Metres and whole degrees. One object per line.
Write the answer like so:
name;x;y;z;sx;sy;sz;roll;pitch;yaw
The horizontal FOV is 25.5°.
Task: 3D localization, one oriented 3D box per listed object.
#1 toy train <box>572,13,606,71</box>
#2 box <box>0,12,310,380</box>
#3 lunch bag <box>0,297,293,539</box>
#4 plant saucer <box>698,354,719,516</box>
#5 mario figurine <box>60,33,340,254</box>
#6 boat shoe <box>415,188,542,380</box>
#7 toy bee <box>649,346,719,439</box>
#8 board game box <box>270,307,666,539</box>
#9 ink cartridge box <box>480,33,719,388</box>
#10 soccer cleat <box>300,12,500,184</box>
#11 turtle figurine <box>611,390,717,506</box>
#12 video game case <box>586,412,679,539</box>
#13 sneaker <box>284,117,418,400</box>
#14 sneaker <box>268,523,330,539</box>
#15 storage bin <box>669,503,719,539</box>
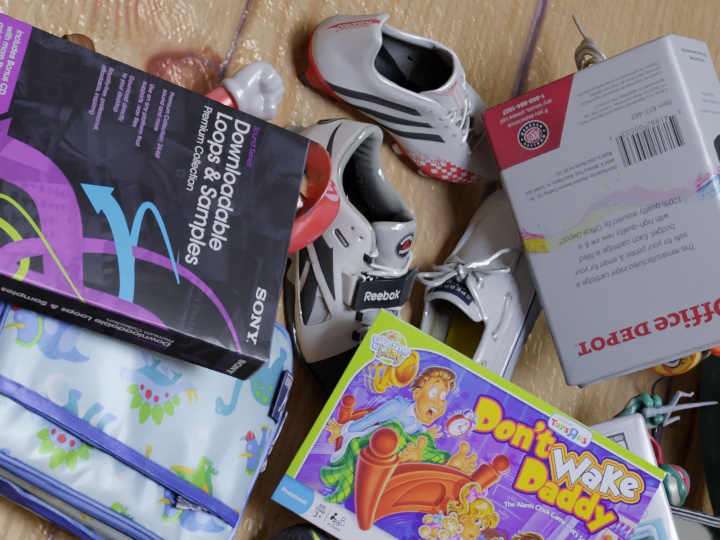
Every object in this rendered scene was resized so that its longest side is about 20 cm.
toy train;0.160;-0.083;1.186;0.200;0.116;0.085;61;5;20
box;-0.130;-0.040;0.834;0.200;0.036;0.143;21;61;-22
lunch bag;-0.138;0.068;0.884;0.200;0.082;0.161;38;62;-32
plant saucer;0.307;0.149;1.234;0.027;0.200;0.200;-7;88;-6
mario figurine;-0.089;-0.074;0.929;0.200;0.106;0.124;21;91;-34
boat shoe;0.072;0.021;1.092;0.086;0.075;0.202;45;61;-51
toy bee;0.238;0.034;1.231;0.200;0.109;0.131;55;50;-23
board game box;0.065;0.131;0.971;0.200;0.045;0.135;29;83;4
ink cartridge box;0.186;-0.037;1.069;0.083;0.146;0.200;-7;78;-60
soccer cleat;0.049;-0.116;1.086;0.200;0.085;0.069;31;63;-36
turtle figurine;0.196;0.178;1.175;0.200;0.101;0.150;-20;83;-28
video game case;0.106;0.203;0.997;0.200;0.024;0.182;-15;83;-3
sneaker;0.000;0.000;1.022;0.074;0.088;0.200;-20;99;-45
sneaker;-0.024;0.253;0.981;0.081;0.074;0.200;-10;96;-54
storage bin;0.215;0.231;1.083;0.200;0.094;0.135;16;85;-17
